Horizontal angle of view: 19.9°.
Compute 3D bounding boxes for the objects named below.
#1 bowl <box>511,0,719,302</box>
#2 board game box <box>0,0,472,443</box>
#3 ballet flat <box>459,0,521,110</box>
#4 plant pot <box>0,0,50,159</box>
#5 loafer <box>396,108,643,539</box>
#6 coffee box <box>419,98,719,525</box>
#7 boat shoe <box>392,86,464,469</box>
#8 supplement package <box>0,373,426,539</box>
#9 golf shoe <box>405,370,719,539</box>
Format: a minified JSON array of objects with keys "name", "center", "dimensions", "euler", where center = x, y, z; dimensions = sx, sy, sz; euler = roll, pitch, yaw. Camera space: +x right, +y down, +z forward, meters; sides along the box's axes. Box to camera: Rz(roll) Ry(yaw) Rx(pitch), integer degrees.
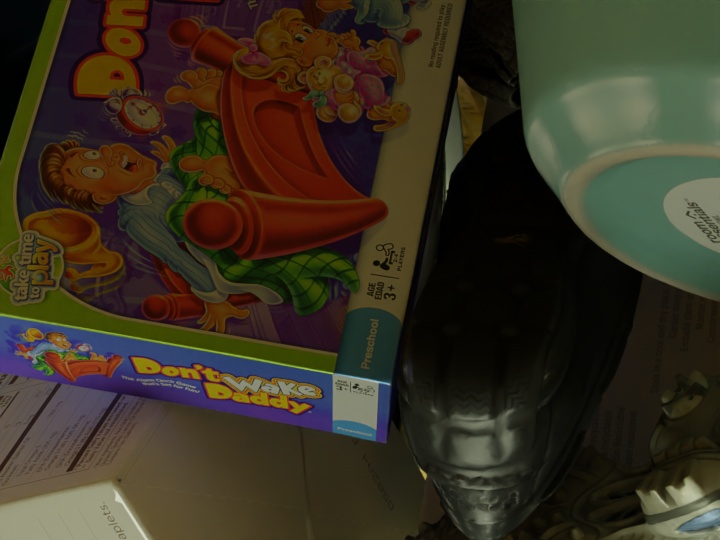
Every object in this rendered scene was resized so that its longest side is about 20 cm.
[{"name":"bowl","center":[0.126,-0.055,0.588],"dimensions":[0.200,0.105,0.201],"euler":[15,161,5]},{"name":"board game box","center":[-0.038,-0.054,0.670],"dimensions":[0.134,0.201,0.045],"euler":[9,152,4]},{"name":"ballet flat","center":[0.119,-0.087,0.714],"dimensions":[0.199,0.047,0.067],"euler":[-5,151,31]},{"name":"plant pot","center":[-0.196,-0.061,0.803],"dimensions":[0.141,0.142,0.200],"euler":[24,158,-24]},{"name":"loafer","center":[0.056,0.008,0.668],"dimensions":[0.068,0.201,0.071],"euler":[5,124,16]},{"name":"coffee box","center":[0.158,0.051,0.803],"dimensions":[0.199,0.200,0.198],"euler":[0,152,23]},{"name":"boat shoe","center":[0.000,0.000,0.771],"dimensions":[0.060,0.072,0.202],"euler":[0,128,-8]},{"name":"supplement package","center":[-0.100,0.105,0.749],"dimensions":[0.199,0.151,0.152],"euler":[-15,116,30]},{"name":"golf shoe","center":[0.091,0.098,0.654],"dimensions":[0.200,0.078,0.097],"euler":[-28,115,38]}]
